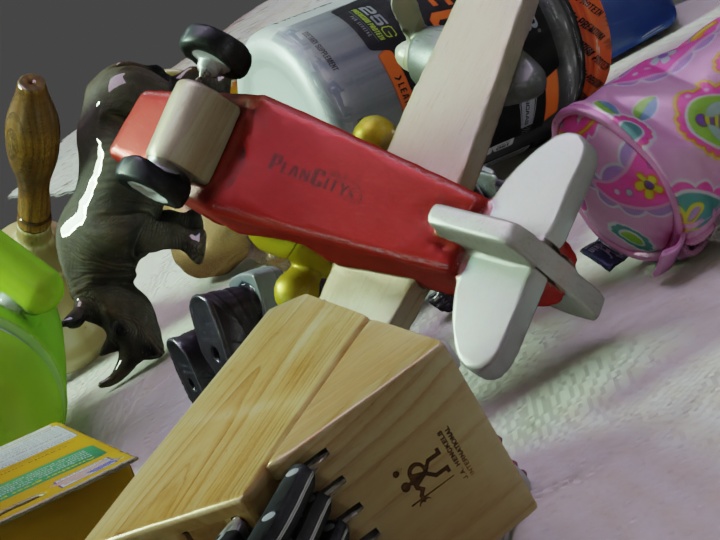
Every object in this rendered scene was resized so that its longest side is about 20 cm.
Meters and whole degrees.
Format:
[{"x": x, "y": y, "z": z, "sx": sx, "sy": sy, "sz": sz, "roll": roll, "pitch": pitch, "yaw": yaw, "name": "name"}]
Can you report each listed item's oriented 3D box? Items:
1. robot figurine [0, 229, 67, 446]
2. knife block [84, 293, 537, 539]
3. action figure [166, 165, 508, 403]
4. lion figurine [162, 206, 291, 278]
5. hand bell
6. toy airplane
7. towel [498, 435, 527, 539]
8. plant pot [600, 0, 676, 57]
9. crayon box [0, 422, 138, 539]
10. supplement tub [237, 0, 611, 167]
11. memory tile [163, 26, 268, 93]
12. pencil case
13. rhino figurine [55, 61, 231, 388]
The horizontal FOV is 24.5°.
[{"x": -0.217, "y": 0.060, "z": 0.897, "sx": 0.176, "sy": 0.115, "sz": 0.200, "roll": -56, "pitch": 21, "yaw": 13, "name": "robot figurine"}, {"x": -0.044, "y": 0.089, "z": 0.515, "sx": 0.175, "sy": 0.064, "sz": 0.200, "roll": -34, "pitch": 15, "yaw": -13, "name": "knife block"}, {"x": 0.000, "y": 0.000, "z": 0.819, "sx": 0.200, "sy": 0.070, "sz": 0.130, "roll": -32, "pitch": 7, "yaw": -26, "name": "action figure"}, {"x": -0.079, "y": -0.036, "z": 1.070, "sx": 0.072, "sy": 0.123, "sz": 0.200, "roll": 8, "pitch": -22, "yaw": -26, "name": "lion figurine"}, {"x": -0.200, "y": -0.037, "z": 1.015, "sx": 0.103, "sy": 0.201, "sz": 0.104, "roll": 4, "pitch": 46, "yaw": -5, "name": "hand bell"}, {"x": 0.011, "y": -0.018, "z": 0.691, "sx": 0.199, "sy": 0.200, "sz": 0.141, "roll": -24, "pitch": -22, "yaw": 6, "name": "toy airplane"}, {"x": -0.028, "y": 0.128, "z": 0.523, "sx": 0.144, "sy": 0.023, "sz": 0.200, "roll": -24, "pitch": 16, "yaw": 23, "name": "towel"}, {"x": 0.086, "y": -0.221, "z": 1.162, "sx": 0.199, "sy": 0.180, "sz": 0.200, "roll": -27, "pitch": 14, "yaw": 10, "name": "plant pot"}, {"x": -0.157, "y": 0.116, "z": 0.678, "sx": 0.125, "sy": 0.052, "sz": 0.200, "roll": -24, "pitch": 6, "yaw": -18, "name": "crayon box"}, {"x": 0.039, "y": -0.111, "z": 0.960, "sx": 0.199, "sy": 0.123, "sz": 0.122, "roll": -25, "pitch": 12, "yaw": -25, "name": "supplement tub"}, {"x": -0.067, "y": -0.095, "z": 1.116, "sx": 0.199, "sy": 0.153, "sz": 0.017, "roll": -15, "pitch": 50, "yaw": 43, "name": "memory tile"}, {"x": 0.176, "y": -0.080, "z": 0.724, "sx": 0.200, "sy": 0.088, "sz": 0.087, "roll": -35, "pitch": 16, "yaw": -19, "name": "pencil case"}, {"x": -0.135, "y": -0.029, "z": 0.989, "sx": 0.087, "sy": 0.201, "sz": 0.060, "roll": 11, "pitch": -1, "yaw": -11, "name": "rhino figurine"}]
